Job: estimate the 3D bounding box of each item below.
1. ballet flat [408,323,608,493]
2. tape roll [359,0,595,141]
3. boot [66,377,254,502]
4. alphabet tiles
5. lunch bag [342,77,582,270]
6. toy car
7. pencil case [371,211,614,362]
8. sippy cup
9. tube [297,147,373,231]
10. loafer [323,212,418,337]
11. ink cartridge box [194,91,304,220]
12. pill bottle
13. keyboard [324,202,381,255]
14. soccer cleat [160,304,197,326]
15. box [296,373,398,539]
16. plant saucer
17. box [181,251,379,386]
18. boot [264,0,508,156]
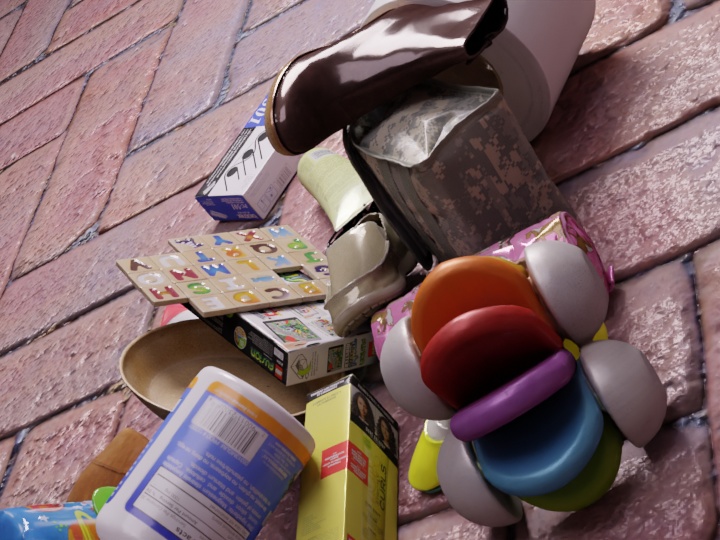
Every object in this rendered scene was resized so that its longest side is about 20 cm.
[{"bbox_3d":[0.103,0.091,1.166,0.200,0.067,0.067,-38,29,7],"label":"ballet flat"},{"bbox_3d":[0.112,-0.231,1.436,0.202,0.203,0.140,-8,43,43],"label":"tape roll"},{"bbox_3d":[-0.181,0.174,1.419,0.189,0.068,0.200,-57,24,-17],"label":"boot"},{"bbox_3d":[-0.121,-0.001,1.403,0.199,0.008,0.167,-8,27,-28],"label":"alphabet tiles"},{"bbox_3d":[0.073,-0.081,1.323,0.118,0.164,0.200,-43,28,-13],"label":"lunch bag"},{"bbox_3d":[0.107,0.079,1.052,0.174,0.201,0.150,-31,-13,13],"label":"toy car"},{"bbox_3d":[0.107,0.029,1.216,0.199,0.086,0.083,-30,68,18],"label":"pencil case"},{"bbox_3d":[-0.251,0.254,1.256,0.139,0.130,0.179,20,96,50],"label":"sippy cup"},{"bbox_3d":[-0.020,-0.084,1.517,0.200,0.052,0.058,-140,58,-70],"label":"tube"},{"bbox_3d":[0.000,0.000,1.320,0.076,0.068,0.200,-39,5,17],"label":"loafer"},{"bbox_3d":[-0.102,-0.146,1.729,0.094,0.044,0.201,1,51,48],"label":"ink cartridge box"},{"bbox_3d":[-0.132,0.184,1.142,0.112,0.112,0.201,14,64,55],"label":"pill bottle"},{"bbox_3d":[0.003,-0.029,1.463,0.104,0.040,0.201,-12,41,40],"label":"keyboard"},{"bbox_3d":[-0.132,0.069,1.485,0.199,0.066,0.077,9,88,46],"label":"soccer cleat"},{"bbox_3d":[-0.009,0.180,1.176,0.050,0.075,0.201,-27,32,23],"label":"box"},{"bbox_3d":[-0.114,0.100,1.315,0.199,0.036,0.200,5,23,-2],"label":"plant saucer"},{"bbox_3d":[-0.077,0.039,1.373,0.109,0.035,0.200,-11,28,-34],"label":"box"},{"bbox_3d":[0.021,-0.175,1.270,0.166,0.073,0.200,-9,30,41],"label":"boot"}]
